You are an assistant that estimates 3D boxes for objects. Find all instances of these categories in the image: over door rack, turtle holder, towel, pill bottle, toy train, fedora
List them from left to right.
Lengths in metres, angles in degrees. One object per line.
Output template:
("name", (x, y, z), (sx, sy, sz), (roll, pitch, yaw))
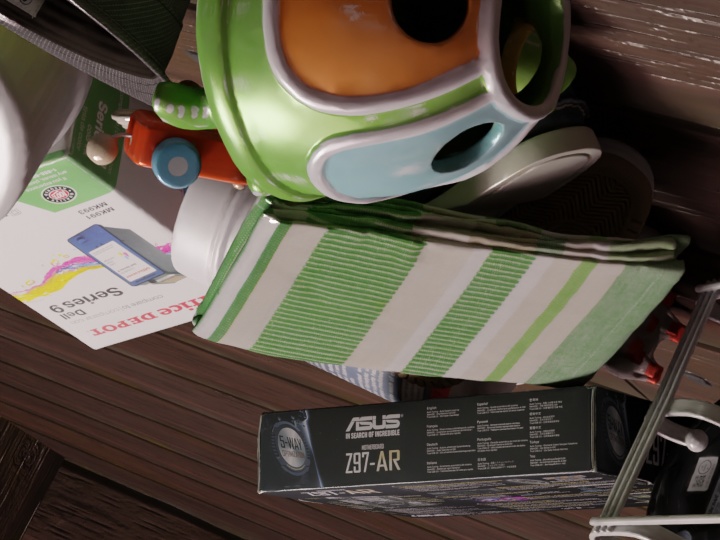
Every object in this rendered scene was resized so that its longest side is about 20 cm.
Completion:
("fedora", (-0.130, -0.155, 1.182), (0.200, 0.090, 0.177), (26, 169, 44))
("toy train", (-0.061, -0.077, 1.310), (0.150, 0.056, 0.200), (10, -170, -10))
("pill bottle", (0.000, 0.000, 1.488), (0.199, 0.120, 0.120), (24, 168, 15))
("turtle holder", (0.015, -0.084, 1.046), (0.131, 0.141, 0.186), (3, 147, 26))
("towel", (0.033, 0.010, 1.210), (0.199, 0.023, 0.153), (6, 153, -16))
("over door rack", (0.187, 0.063, 1.202), (0.066, 0.148, 0.200), (29, 161, -10))

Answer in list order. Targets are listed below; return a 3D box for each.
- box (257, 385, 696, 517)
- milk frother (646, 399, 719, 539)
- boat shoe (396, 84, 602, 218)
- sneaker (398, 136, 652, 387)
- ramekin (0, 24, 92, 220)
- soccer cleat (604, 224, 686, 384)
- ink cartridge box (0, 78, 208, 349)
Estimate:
("box", (0.071, 0.098, 1.379), (0.199, 0.044, 0.160), (-7, 167, 32))
("milk frother", (0.280, 0.132, 1.278), (0.188, 0.181, 0.200), (38, 171, -30))
("boat shoe", (0.024, -0.043, 1.208), (0.075, 0.062, 0.200), (-5, 162, -42))
("sneaker", (0.085, -0.031, 1.301), (0.071, 0.113, 0.200), (37, 138, -10))
("ramekin", (-0.246, -0.103, 1.370), (0.200, 0.098, 0.201), (7, 130, 8))
("soccer cleat", (0.127, 0.015, 1.405), (0.077, 0.069, 0.200), (28, 172, 14))
("ink cartridge box", (-0.170, -0.042, 1.658), (0.145, 0.088, 0.200), (-15, 147, 31))
